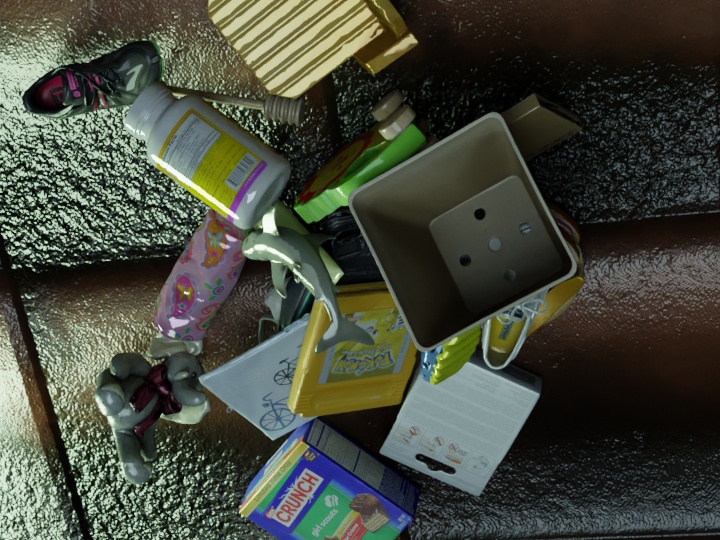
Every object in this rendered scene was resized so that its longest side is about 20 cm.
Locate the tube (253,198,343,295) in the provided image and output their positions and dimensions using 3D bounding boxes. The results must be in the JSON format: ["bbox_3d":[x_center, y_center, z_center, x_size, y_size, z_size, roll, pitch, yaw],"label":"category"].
[{"bbox_3d":[-0.101,-0.051,1.744,0.052,0.058,0.200,-42,84,3],"label":"tube"}]

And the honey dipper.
[{"bbox_3d":[-0.169,-0.217,1.717,0.199,0.038,0.038,11,119,7],"label":"honey dipper"}]

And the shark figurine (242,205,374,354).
[{"bbox_3d":[-0.055,-0.007,1.666,0.214,0.089,0.129,46,139,27],"label":"shark figurine"}]

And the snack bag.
[{"bbox_3d":[-0.098,0.145,1.838,0.188,0.021,0.200,-30,138,15],"label":"snack bag"}]

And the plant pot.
[{"bbox_3d":[0.134,-0.037,1.572,0.199,0.177,0.201,-29,79,15],"label":"plant pot"}]

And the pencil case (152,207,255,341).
[{"bbox_3d":[-0.204,0.005,1.814,0.087,0.088,0.200,29,119,-6],"label":"pencil case"}]

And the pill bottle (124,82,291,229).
[{"bbox_3d":[-0.191,-0.146,1.683,0.200,0.104,0.104,36,118,8],"label":"pill bottle"}]

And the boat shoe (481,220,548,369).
[{"bbox_3d":[0.190,0.038,1.681,0.074,0.086,0.203,19,122,0],"label":"boat shoe"}]

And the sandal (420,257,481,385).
[{"bbox_3d":[0.109,0.056,1.752,0.087,0.079,0.201,32,126,29],"label":"sandal"}]

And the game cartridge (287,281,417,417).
[{"bbox_3d":[0.002,0.104,1.797,0.175,0.032,0.201,-5,126,-31],"label":"game cartridge"}]

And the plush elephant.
[{"bbox_3d":[-0.275,0.169,1.876,0.154,0.200,0.165,-18,117,-7],"label":"plush elephant"}]

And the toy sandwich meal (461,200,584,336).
[{"bbox_3d":[0.197,0.000,1.744,0.204,0.070,0.206,4,118,8],"label":"toy sandwich meal"}]

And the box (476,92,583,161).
[{"bbox_3d":[0.155,-0.141,1.637,0.199,0.163,0.021,-29,74,22],"label":"box"}]

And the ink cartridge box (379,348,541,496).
[{"bbox_3d":[0.136,0.199,1.875,0.159,0.047,0.201,24,121,-3],"label":"ink cartridge box"}]

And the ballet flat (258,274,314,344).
[{"bbox_3d":[-0.101,0.064,1.833,0.073,0.073,0.201,16,123,1],"label":"ballet flat"}]

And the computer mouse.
[{"bbox_3d":[0.000,0.000,1.785,0.138,0.053,0.201,1,122,-22],"label":"computer mouse"}]

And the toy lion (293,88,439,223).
[{"bbox_3d":[-0.002,-0.126,1.649,0.192,0.200,0.069,-41,104,7],"label":"toy lion"}]

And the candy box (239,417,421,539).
[{"bbox_3d":[-0.043,0.329,1.954,0.200,0.077,0.169,36,118,-8],"label":"candy box"}]

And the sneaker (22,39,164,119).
[{"bbox_3d":[-0.333,-0.230,1.706,0.199,0.084,0.077,-19,98,18],"label":"sneaker"}]

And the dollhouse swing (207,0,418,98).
[{"bbox_3d":[-0.071,-0.298,1.590,0.176,0.182,0.200,-38,107,4],"label":"dollhouse swing"}]
